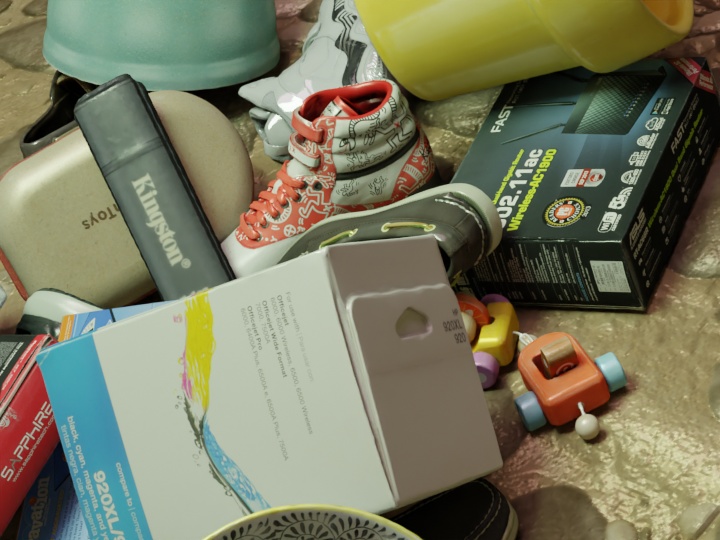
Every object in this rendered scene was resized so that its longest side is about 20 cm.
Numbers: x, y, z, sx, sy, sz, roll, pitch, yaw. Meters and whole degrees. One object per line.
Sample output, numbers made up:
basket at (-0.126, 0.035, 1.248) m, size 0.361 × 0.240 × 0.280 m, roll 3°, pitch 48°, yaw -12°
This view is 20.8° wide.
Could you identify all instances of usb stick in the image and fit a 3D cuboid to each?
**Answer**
usb stick at (-0.139, -0.041, 1.380) m, size 0.055 × 0.201 × 0.033 m, roll -26°, pitch -6°, yaw -2°

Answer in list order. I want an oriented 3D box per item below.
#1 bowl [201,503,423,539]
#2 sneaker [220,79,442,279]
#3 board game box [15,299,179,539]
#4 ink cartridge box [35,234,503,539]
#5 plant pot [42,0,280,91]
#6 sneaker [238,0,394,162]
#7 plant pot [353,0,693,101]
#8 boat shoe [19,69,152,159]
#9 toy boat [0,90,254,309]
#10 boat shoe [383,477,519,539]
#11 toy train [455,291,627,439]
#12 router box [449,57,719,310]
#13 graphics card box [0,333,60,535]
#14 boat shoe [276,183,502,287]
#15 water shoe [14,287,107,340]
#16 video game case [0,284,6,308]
bowl at (-0.027, 0.227, 1.008) m, size 0.198 × 0.094 × 0.203 m, roll 1°, pitch 76°, yaw -5°
sneaker at (-0.045, -0.061, 1.400) m, size 0.200 × 0.109 × 0.067 m, roll -27°, pitch 36°, yaw -5°
board game box at (-0.164, 0.116, 1.254) m, size 0.102 × 0.019 × 0.202 m, roll -7°, pitch 59°, yaw 26°
ink cartridge box at (-0.048, 0.078, 1.117) m, size 0.199 × 0.146 × 0.147 m, roll -19°, pitch -5°, yaw 27°
plant pot at (-0.162, -0.244, 1.616) m, size 0.198 × 0.136 × 0.201 m, roll 3°, pitch 24°, yaw -1°
sneaker at (-0.037, -0.154, 1.542) m, size 0.114 × 0.076 × 0.201 m, roll -24°, pitch 32°, yaw 4°
plant pot at (0.102, -0.212, 1.351) m, size 0.188 × 0.201 × 0.202 m, roll -25°, pitch 32°, yaw 25°
boat shoe at (-0.216, -0.138, 1.623) m, size 0.074 × 0.074 × 0.201 m, roll -1°, pitch 41°, yaw 27°
toy boat at (-0.176, -0.049, 1.470) m, size 0.199 × 0.131 × 0.131 m, roll -29°, pitch 6°, yaw -6°
boat shoe at (0.004, 0.176, 1.105) m, size 0.200 × 0.066 × 0.072 m, roll -35°, pitch 34°, yaw -17°
toy train at (0.056, 0.068, 1.224) m, size 0.198 × 0.056 × 0.151 m, roll -23°, pitch 35°, yaw 0°
router box at (0.147, -0.062, 1.333) m, size 0.149 × 0.062 × 0.201 m, roll 0°, pitch 42°, yaw 31°
graphics card box at (-0.255, 0.104, 1.276) m, size 0.199 × 0.051 × 0.126 m, roll -3°, pitch 53°, yaw 58°
boat shoe at (0.000, 0.000, 1.286) m, size 0.200 × 0.072 × 0.061 m, roll -24°, pitch 12°, yaw 40°
water shoe at (-0.158, 0.075, 1.342) m, size 0.199 × 0.071 × 0.080 m, roll 18°, pitch 84°, yaw 36°
video game case at (-0.321, 0.073, 1.352) m, size 0.201 × 0.024 × 0.182 m, roll -53°, pitch 21°, yaw -2°
